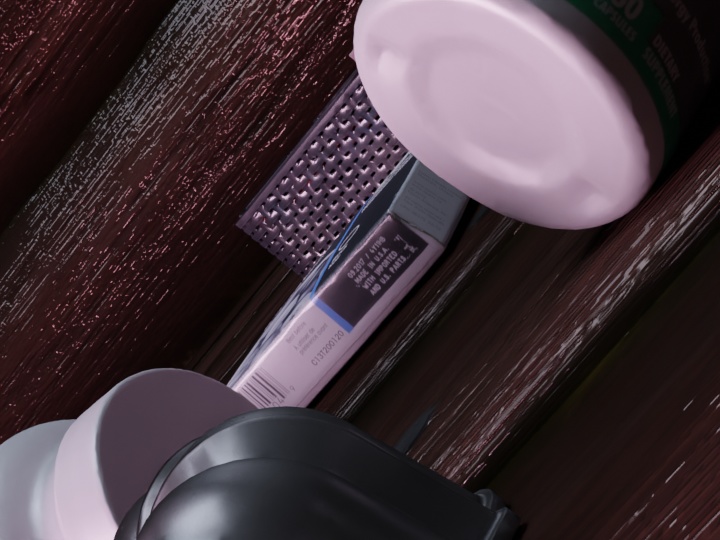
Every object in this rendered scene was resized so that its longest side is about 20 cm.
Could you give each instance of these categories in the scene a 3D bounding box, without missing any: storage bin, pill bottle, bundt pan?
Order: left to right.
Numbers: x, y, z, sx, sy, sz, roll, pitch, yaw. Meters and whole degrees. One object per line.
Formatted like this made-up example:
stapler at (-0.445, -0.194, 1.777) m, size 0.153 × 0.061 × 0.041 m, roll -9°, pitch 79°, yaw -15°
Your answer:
pill bottle at (-0.111, 0.123, 0.749) m, size 0.200 × 0.116 × 0.116 m, roll -40°, pitch 10°, yaw 35°
bundt pan at (-0.053, 0.115, 0.534) m, size 0.202 × 0.076 × 0.202 m, roll -52°, pitch 4°, yaw 5°
storage bin at (0.019, -0.089, 1.430) m, size 0.200 × 0.094 × 0.135 m, roll -49°, pitch 4°, yaw 37°
pill bottle at (0.093, -0.120, 0.726) m, size 0.200 × 0.113 × 0.113 m, roll -54°, pitch 5°, yaw -28°

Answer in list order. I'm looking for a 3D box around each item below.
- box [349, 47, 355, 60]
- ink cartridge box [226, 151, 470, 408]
box at (0.094, -0.260, 2.067) m, size 0.200 × 0.103 × 0.095 m, roll -48°, pitch 6°, yaw 29°
ink cartridge box at (0.000, 0.000, 1.207) m, size 0.198 × 0.043 × 0.200 m, roll -49°, pitch 3°, yaw 30°
